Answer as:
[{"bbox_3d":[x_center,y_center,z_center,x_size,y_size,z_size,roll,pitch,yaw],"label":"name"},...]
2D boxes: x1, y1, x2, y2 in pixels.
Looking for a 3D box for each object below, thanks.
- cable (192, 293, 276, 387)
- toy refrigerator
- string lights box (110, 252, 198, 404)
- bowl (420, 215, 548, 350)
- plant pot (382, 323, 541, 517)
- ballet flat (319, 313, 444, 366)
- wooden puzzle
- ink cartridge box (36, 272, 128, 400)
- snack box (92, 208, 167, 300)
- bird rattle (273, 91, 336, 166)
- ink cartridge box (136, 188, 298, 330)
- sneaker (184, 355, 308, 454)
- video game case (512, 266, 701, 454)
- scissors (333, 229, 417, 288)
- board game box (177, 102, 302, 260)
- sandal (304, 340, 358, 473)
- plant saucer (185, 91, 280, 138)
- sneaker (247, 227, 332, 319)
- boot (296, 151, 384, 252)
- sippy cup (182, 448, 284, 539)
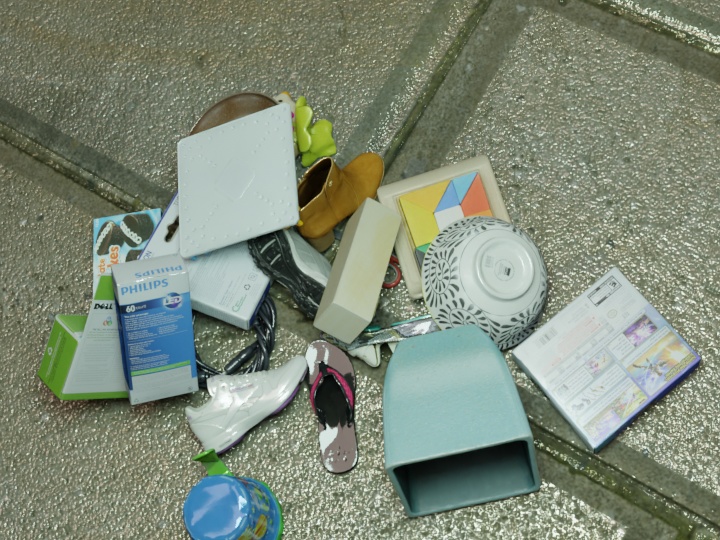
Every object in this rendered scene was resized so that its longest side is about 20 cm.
[{"bbox_3d":[-0.206,0.082,1.764,0.160,0.051,0.203,5,69,12],"label":"cable"},{"bbox_3d":[0.000,0.000,1.691,0.069,0.076,0.202,27,51,-12],"label":"toy refrigerator"},{"bbox_3d":[-0.290,0.084,1.641,0.101,0.203,0.059,-10,32,-18],"label":"string lights box"},{"bbox_3d":[0.193,0.006,1.657,0.197,0.094,0.205,3,75,-13],"label":"bowl"},{"bbox_3d":[0.127,0.194,1.589,0.192,0.197,0.203,-13,57,5],"label":"plant pot"},{"bbox_3d":[0.038,0.106,1.703,0.197,0.072,0.073,-8,67,9],"label":"ballet flat"},{"bbox_3d":[0.135,-0.071,1.761,0.182,0.037,0.203,-17,66,-1],"label":"wooden puzzle"},{"bbox_3d":[-0.368,0.082,1.694,0.075,0.147,0.203,32,108,38],"label":"ink cartridge box"},{"bbox_3d":[-0.363,0.008,1.830,0.114,0.037,0.203,-8,68,8],"label":"snack box"},{"bbox_3d":[-0.143,-0.201,1.859,0.199,0.113,0.164,-34,54,10],"label":"bird rattle"},{"bbox_3d":[-0.220,-0.029,1.778,0.197,0.044,0.198,21,60,9],"label":"ink cartridge box"},{"bbox_3d":[-0.166,0.178,1.691,0.199,0.075,0.100,-37,96,-6],"label":"sneaker"},{"bbox_3d":[0.347,0.126,1.645,0.199,0.046,0.182,-38,66,-5],"label":"video game case"},{"bbox_3d":[0.002,-0.046,1.797,0.199,0.014,0.073,37,80,23],"label":"scissors"},{"bbox_3d":[-0.181,-0.130,1.722,0.197,0.026,0.203,-16,63,21],"label":"board game box"},{"bbox_3d":[-0.040,0.193,1.692,0.074,0.045,0.203,-12,67,6],"label":"sandal"},{"bbox_3d":[-0.187,-0.177,1.780,0.197,0.037,0.204,-10,65,22],"label":"plant saucer"},{"bbox_3d":[-0.097,-0.013,1.741,0.074,0.079,0.201,-38,96,31],"label":"sneaker"},{"bbox_3d":[-0.031,-0.134,1.759,0.070,0.145,0.202,26,68,21],"label":"boot"},{"bbox_3d":[-0.185,0.345,1.614,0.176,0.131,0.141,27,76,19],"label":"sippy cup"}]
